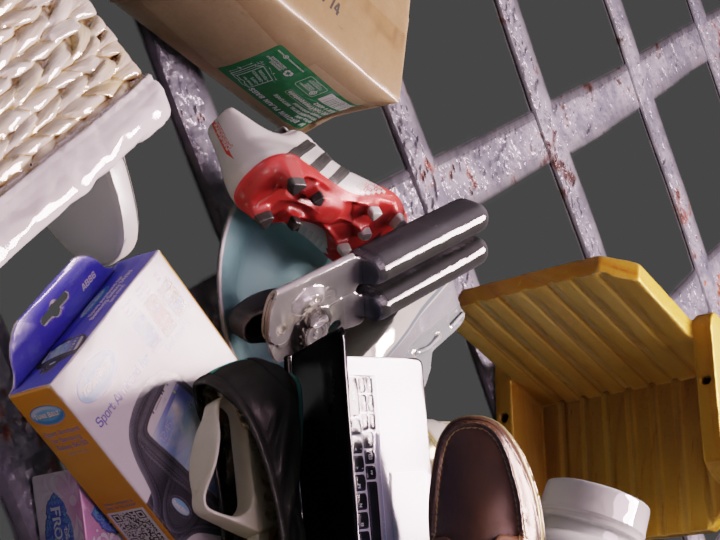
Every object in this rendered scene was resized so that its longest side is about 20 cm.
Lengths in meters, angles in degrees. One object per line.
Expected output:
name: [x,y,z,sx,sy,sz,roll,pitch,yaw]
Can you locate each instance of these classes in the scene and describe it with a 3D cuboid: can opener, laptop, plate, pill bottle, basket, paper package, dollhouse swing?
can opener: [0.000,0.000,0.940,0.200,0.067,0.053,-27,127,-38]
laptop: [0.021,0.136,0.817,0.200,0.116,0.187,6,77,-49]
plate: [-0.039,0.029,0.991,0.200,0.026,0.200,25,57,-47]
pill bottle: [0.154,0.263,1.058,0.112,0.112,0.200,36,64,-41]
basket: [-0.233,-0.058,0.616,0.161,0.198,0.200,56,40,-18]
paper package: [-0.061,-0.224,0.988,0.200,0.103,0.191,34,53,-43]
dollhouse swing: [0.180,0.110,1.107,0.176,0.200,0.182,25,59,-48]

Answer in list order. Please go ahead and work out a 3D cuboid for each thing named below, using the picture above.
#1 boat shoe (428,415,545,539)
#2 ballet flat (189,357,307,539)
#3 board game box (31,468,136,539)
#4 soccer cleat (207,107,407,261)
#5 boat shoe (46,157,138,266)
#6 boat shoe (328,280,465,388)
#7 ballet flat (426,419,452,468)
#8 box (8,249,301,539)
boat shoe: [0.076,0.187,0.854,0.068,0.072,0.200,39,48,-76]
ballet flat: [-0.061,0.145,0.756,0.068,0.068,0.200,7,64,-41]
board game box: [-0.094,0.209,0.835,0.200,0.041,0.200,1,77,-53]
soccer cleat: [-0.032,-0.055,0.958,0.085,0.069,0.200,56,18,27]
boat shoe: [-0.169,-0.102,0.824,0.064,0.071,0.200,-27,98,-53]
boat shoe: [0.025,0.056,0.987,0.072,0.070,0.201,62,35,-12]
ballet flat: [0.065,0.149,1.028,0.200,0.071,0.071,55,39,-43]
box: [-0.110,0.085,0.792,0.200,0.041,0.119,58,39,-24]
